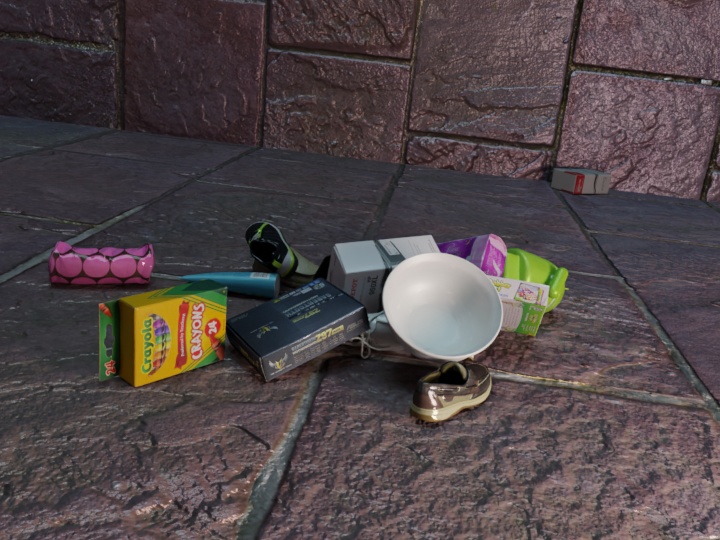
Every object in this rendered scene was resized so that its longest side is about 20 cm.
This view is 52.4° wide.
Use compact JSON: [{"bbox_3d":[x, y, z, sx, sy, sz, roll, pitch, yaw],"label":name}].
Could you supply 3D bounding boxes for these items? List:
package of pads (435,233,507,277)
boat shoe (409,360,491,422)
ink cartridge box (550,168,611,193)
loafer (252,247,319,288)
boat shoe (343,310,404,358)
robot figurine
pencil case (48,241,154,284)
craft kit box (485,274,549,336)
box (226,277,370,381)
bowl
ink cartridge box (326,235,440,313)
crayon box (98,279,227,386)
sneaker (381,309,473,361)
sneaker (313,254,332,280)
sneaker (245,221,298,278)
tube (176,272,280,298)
[{"bbox_3d":[0.194,0.000,1.480,0.076,0.121,0.199,35,-28,-34],"label":"package of pads"},{"bbox_3d":[0.147,0.172,1.122,0.073,0.065,0.200,16,20,31],"label":"boat shoe"},{"bbox_3d":[0.927,-0.376,3.075,0.199,0.084,0.144,-4,19,-27],"label":"ink cartridge box"},{"bbox_3d":[-0.152,-0.011,1.590,0.199,0.068,0.076,12,21,25],"label":"loafer"},{"bbox_3d":[0.000,0.107,1.265,0.200,0.075,0.086,9,17,17],"label":"boat shoe"},{"bbox_3d":[0.344,0.023,1.524,0.199,0.117,0.175,18,-23,-38],"label":"robot figurine"},{"bbox_3d":[-0.516,-0.018,1.464,0.198,0.091,0.094,2,53,-19],"label":"pencil case"},{"bbox_3d":[0.241,0.061,1.364,0.196,0.049,0.200,13,-18,11],"label":"craft kit box"},{"bbox_3d":[-0.107,0.092,1.219,0.199,0.051,0.157,-25,30,-22],"label":"box"},{"bbox_3d":[0.127,0.077,1.210,0.199,0.091,0.202,5,54,-7],"label":"bowl"},{"bbox_3d":[0.043,0.020,1.383,0.198,0.145,0.085,-6,45,-18],"label":"ink cartridge box"},{"bbox_3d":[-0.297,0.096,1.115,0.051,0.128,0.199,20,24,38],"label":"crayon box"},{"bbox_3d":[0.135,0.087,1.317,0.199,0.090,0.067,22,-12,33],"label":"sneaker"},{"bbox_3d":[0.000,0.001,1.441,0.199,0.076,0.115,-22,-21,10],"label":"sneaker"},{"bbox_3d":[-0.201,-0.057,1.538,0.083,0.072,0.200,28,8,-44],"label":"sneaker"},{"bbox_3d":[-0.265,0.022,1.489,0.198,0.051,0.077,5,-5,6],"label":"tube"}]
